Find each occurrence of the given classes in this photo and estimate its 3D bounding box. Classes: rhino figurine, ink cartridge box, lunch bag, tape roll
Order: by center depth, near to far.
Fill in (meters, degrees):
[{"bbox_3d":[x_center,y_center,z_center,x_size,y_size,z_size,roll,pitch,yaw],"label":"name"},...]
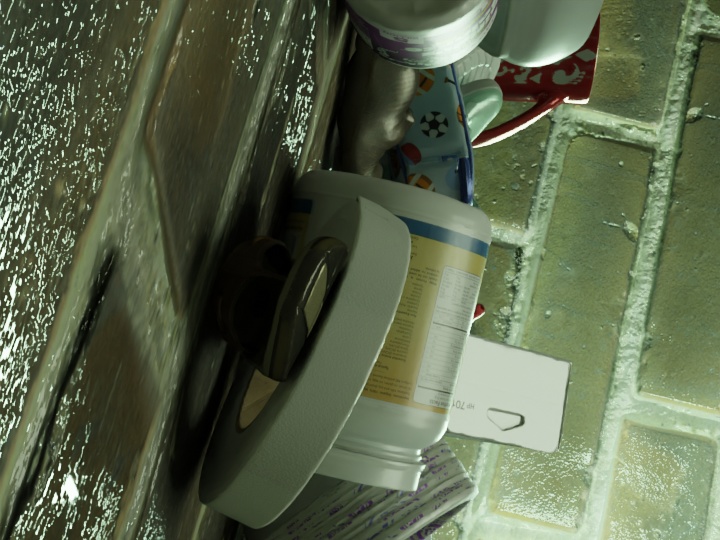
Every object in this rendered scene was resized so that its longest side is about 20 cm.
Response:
[{"bbox_3d":[-0.034,0.054,0.954,0.203,0.037,0.203,-58,-169,19],"label":"tape roll"},{"bbox_3d":[0.012,-0.127,1.306,0.087,0.060,0.200,-46,152,-68],"label":"rhino figurine"},{"bbox_3d":[0.059,0.098,1.402,0.200,0.146,0.086,1,-102,50],"label":"ink cartridge box"},{"bbox_3d":[0.054,-0.129,1.437,0.160,0.075,0.200,83,-1,-74],"label":"lunch bag"}]

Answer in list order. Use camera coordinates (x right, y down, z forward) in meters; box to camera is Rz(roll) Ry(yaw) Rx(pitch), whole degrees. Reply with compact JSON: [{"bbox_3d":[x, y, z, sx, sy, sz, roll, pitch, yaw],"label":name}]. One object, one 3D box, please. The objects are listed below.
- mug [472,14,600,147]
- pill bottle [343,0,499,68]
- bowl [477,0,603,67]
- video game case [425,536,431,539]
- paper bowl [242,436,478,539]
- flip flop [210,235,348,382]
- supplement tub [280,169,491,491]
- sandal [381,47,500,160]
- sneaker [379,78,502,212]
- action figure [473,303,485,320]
[{"bbox_3d":[0.148,-0.220,1.735,0.133,0.200,0.178,-80,175,-80],"label":"mug"},{"bbox_3d":[0.042,-0.200,1.115,0.200,0.112,0.112,32,72,-85],"label":"pill bottle"},{"bbox_3d":[0.091,-0.253,1.241,0.075,0.200,0.200,-41,161,-20],"label":"bowl"},{"bbox_3d":[-0.003,0.310,1.636,0.023,0.182,0.200,23,59,-43],"label":"video game case"},{"bbox_3d":[-0.013,0.193,1.289,0.200,0.104,0.201,-33,167,-9],"label":"paper bowl"},{"bbox_3d":[-0.055,0.012,0.903,0.081,0.058,0.200,-63,-169,-5],"label":"flip flop"},{"bbox_3d":[0.003,0.042,1.127,0.145,0.144,0.200,44,60,-85],"label":"supplement tub"},{"bbox_3d":[0.063,-0.177,1.586,0.203,0.050,0.083,-37,153,-33],"label":"sandal"},{"bbox_3d":[0.094,-0.092,1.551,0.200,0.118,0.074,-43,154,-18],"label":"sneaker"},{"bbox_3d":[0.072,0.020,1.359,0.052,0.065,0.200,-33,175,0],"label":"action figure"}]
